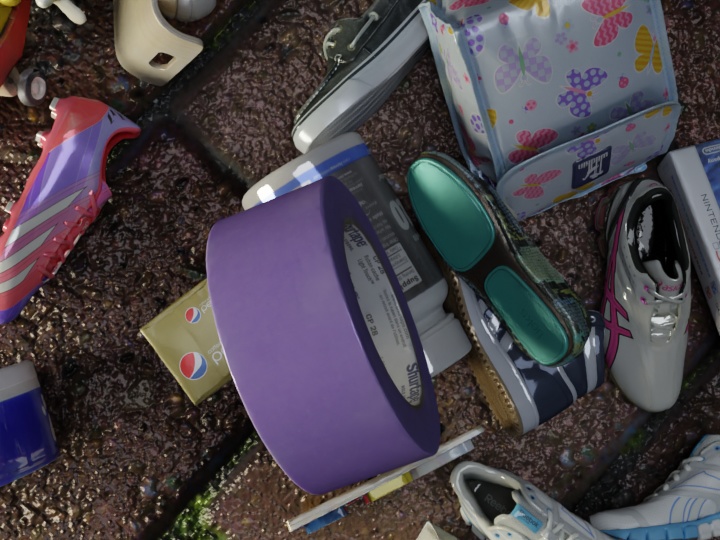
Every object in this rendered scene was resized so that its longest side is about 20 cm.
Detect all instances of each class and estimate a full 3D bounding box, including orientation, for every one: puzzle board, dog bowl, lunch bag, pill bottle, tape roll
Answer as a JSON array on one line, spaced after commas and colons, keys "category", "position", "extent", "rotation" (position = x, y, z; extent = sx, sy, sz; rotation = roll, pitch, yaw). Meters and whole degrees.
[{"category": "puzzle board", "position": [0.020, 0.164, 0.878], "extent": [0.151, 0.200, 0.017], "rotation": [-25, 80, -5]}, {"category": "dog bowl", "position": [-0.331, 0.135, 0.852], "extent": [0.200, 0.200, 0.079], "rotation": [-19, 91, -5]}, {"category": "lunch bag", "position": [0.162, -0.145, 0.930], "extent": [0.170, 0.127, 0.200], "rotation": [-21, 122, -4]}, {"category": "pill bottle", "position": [0.000, 0.000, 0.926], "extent": [0.114, 0.114, 0.200], "rotation": [-30, 91, -5]}, {"category": "tape roll", "position": [-0.021, 0.043, 0.775], "extent": [0.085, 0.200, 0.200], "rotation": [-22, 89, 11]}]

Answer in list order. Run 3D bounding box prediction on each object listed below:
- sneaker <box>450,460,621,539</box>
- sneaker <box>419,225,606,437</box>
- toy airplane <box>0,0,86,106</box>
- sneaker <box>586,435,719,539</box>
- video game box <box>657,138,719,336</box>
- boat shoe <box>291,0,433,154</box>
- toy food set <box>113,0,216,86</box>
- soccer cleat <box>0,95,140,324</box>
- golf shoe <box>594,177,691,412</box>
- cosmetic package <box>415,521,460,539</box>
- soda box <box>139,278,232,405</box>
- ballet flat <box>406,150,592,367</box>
[{"category": "sneaker", "position": [0.145, 0.213, 0.893], "extent": [0.200, 0.087, 0.075], "rotation": [28, 78, 33]}, {"category": "sneaker", "position": [0.131, 0.027, 0.959], "extent": [0.108, 0.070, 0.200], "rotation": [-23, 84, -13]}, {"category": "toy airplane", "position": [-0.297, -0.240, 0.898], "extent": [0.200, 0.141, 0.199], "rotation": [-37, 71, 9]}, {"category": "sneaker", "position": [0.282, 0.185, 0.963], "extent": [0.200, 0.075, 0.087], "rotation": [-8, 74, -7]}, {"category": "video game box", "position": [0.378, -0.037, 0.971], "extent": [0.200, 0.047, 0.182], "rotation": [-15, 76, -5]}, {"category": "boat shoe", "position": [0.002, -0.181, 0.963], "extent": [0.071, 0.072, 0.200], "rotation": [41, 75, 6]}, {"category": "toy food set", "position": [-0.155, -0.260, 0.912], "extent": [0.060, 0.144, 0.200], "rotation": [0, 87, -22]}, {"category": "soccer cleat", "position": [-0.247, -0.046, 0.936], "extent": [0.076, 0.067, 0.200], "rotation": [20, 84, -8]}, {"category": "golf shoe", "position": [0.237, 0.023, 0.954], "extent": [0.073, 0.092, 0.200], "rotation": [-8, 93, -4]}, {"category": "cosmetic package", "position": [0.119, 0.305, 0.936], "extent": [0.200, 0.087, 0.103], "rotation": [30, 87, -2]}, {"category": "soda box", "position": [-0.104, 0.043, 0.871], "extent": [0.064, 0.200, 0.068], "rotation": [-37, 91, 2]}, {"category": "ballet flat", "position": [0.111, -0.013, 0.904], "extent": [0.074, 0.074, 0.200], "rotation": [-32, 80, -5]}]
